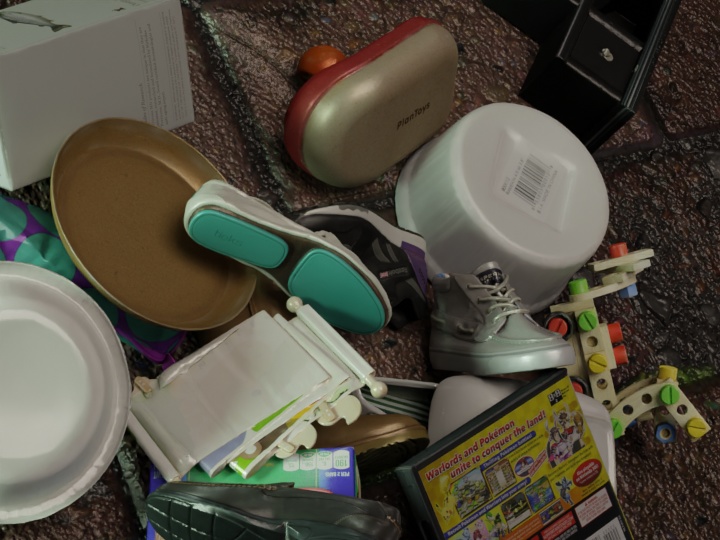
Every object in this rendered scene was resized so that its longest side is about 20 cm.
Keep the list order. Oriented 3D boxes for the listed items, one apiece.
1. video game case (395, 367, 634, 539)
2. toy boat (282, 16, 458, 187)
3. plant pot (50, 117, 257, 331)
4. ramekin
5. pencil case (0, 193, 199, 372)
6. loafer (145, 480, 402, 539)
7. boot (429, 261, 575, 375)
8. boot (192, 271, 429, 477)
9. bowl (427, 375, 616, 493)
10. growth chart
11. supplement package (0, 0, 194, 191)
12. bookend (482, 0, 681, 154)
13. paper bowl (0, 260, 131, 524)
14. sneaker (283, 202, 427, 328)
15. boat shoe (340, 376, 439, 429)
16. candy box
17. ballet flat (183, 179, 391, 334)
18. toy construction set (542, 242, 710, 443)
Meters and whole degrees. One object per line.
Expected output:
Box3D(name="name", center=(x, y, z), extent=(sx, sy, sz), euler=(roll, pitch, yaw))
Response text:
Box3D(name="video game case", center=(0.135, 0.203, 1.578), extent=(0.200, 0.025, 0.181), euler=(-28, 99, -38))
Box3D(name="toy boat", center=(-0.006, -0.171, 1.804), extent=(0.130, 0.131, 0.200), euler=(29, 44, 26))
Box3D(name="plant pot", center=(-0.172, -0.034, 1.555), extent=(0.200, 0.027, 0.201), euler=(26, 45, -29))
Box3D(name="ramekin", center=(0.143, -0.064, 1.827), extent=(0.200, 0.098, 0.201), euler=(14, 58, -24))
Box3D(name="pencil case", center=(-0.233, 0.010, 1.570), extent=(0.199, 0.085, 0.093), euler=(22, 53, -19))
Box3D(name="loafer", center=(-0.065, 0.193, 1.437), extent=(0.199, 0.073, 0.072), euler=(14, 40, 15))
Box3D(name="boot", center=(0.117, 0.040, 1.678), extent=(0.073, 0.200, 0.096), euler=(-6, 92, -30))
Box3D(name="boot", center=(-0.049, 0.081, 1.614), extent=(0.174, 0.066, 0.201), euler=(-15, 69, -1))
Box3D(name="bowl", center=(0.153, 0.192, 1.659), extent=(0.199, 0.074, 0.201), euler=(11, 75, -37))
Box3D(name="growth chart", center=(-0.091, 0.101, 1.523), extent=(0.199, 0.018, 0.145), euler=(-28, 56, -13))
Box3D(name="supplement package", center=(-0.257, -0.160, 1.606), extent=(0.200, 0.117, 0.118), euler=(-26, 122, -39))
Box3D(name="bookend", center=(0.212, -0.261, 1.984), extent=(0.200, 0.092, 0.199), euler=(34, 52, -8))
Box3D(name="paper bowl", center=(-0.274, 0.093, 1.448), extent=(0.200, 0.104, 0.202), euler=(2, 85, -22))
Box3D(name="sneaker", center=(0.000, 0.000, 1.690), extent=(0.200, 0.076, 0.088), euler=(17, 59, -50))
Box3D(name="boat shoe", center=(0.067, 0.137, 1.687), extent=(0.199, 0.067, 0.074), euler=(8, 60, -27))
Box3D(name="candy box", center=(-0.082, 0.246, 1.484), extent=(0.168, 0.077, 0.201), euler=(-4, 61, 5))
Box3D(name="ballet flat", center=(-0.056, -0.018, 1.588), extent=(0.199, 0.069, 0.070), euler=(29, 52, -18))
Box3D(name="toy construction set", center=(0.244, 0.074, 1.786), extent=(0.130, 0.092, 0.201), euler=(-13, 80, 6))
